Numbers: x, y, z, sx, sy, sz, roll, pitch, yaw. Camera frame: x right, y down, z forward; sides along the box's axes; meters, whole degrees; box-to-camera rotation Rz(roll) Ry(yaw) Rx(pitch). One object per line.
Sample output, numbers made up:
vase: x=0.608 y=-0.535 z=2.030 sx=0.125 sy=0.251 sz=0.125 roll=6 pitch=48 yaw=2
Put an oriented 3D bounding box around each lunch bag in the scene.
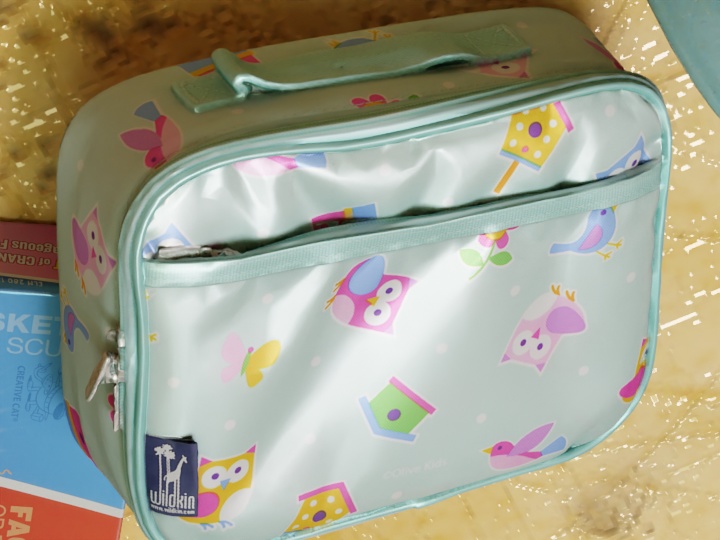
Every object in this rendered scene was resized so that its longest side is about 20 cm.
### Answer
lunch bag: x=0.000 y=0.000 z=0.864 sx=0.199 sy=0.077 sz=0.161 roll=-13 pitch=129 yaw=-22

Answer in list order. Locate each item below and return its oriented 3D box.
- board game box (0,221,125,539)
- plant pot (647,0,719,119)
board game box: x=-0.176 y=0.051 z=0.923 sx=0.199 sy=0.040 sz=0.154 roll=4 pitch=126 yaw=-12
plant pot: x=0.180 y=-0.121 z=0.770 sx=0.187 sy=0.201 sz=0.200 roll=-26 pitch=128 yaw=30
